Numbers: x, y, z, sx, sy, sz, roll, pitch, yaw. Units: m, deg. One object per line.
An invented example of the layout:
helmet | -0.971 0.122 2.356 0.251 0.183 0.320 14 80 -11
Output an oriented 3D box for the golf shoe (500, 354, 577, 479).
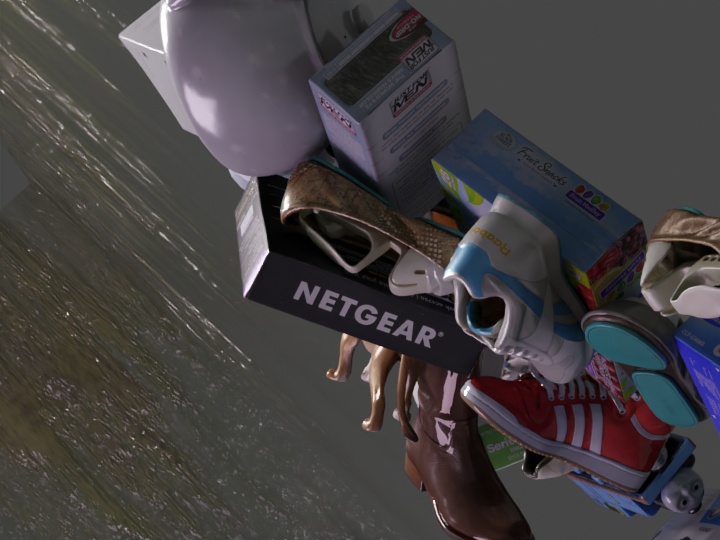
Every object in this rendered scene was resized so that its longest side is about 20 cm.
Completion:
golf shoe | 0.152 0.082 1.751 0.078 0.097 0.200 -5 107 50

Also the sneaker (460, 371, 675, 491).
sneaker | 0.181 0.099 1.688 0.200 0.113 0.071 24 -164 -32

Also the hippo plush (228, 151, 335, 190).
hippo plush | -0.062 -0.066 1.960 0.161 0.200 0.159 51 150 26

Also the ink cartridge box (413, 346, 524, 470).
ink cartridge box | 0.088 0.088 1.951 0.146 0.084 0.200 177 73 -84

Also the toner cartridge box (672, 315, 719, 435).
toner cartridge box | 0.302 0.114 1.530 0.095 0.043 0.200 36 164 44

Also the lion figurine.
lion figurine | 0.021 0.055 1.764 0.072 0.123 0.200 8 -162 -28

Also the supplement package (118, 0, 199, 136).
supplement package | -0.110 -0.187 1.855 0.117 0.117 0.200 56 166 -26

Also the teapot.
teapot | -0.059 -0.179 1.640 0.198 0.146 0.200 69 -160 -7

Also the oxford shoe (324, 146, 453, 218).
oxford shoe | 0.044 -0.072 1.765 0.200 0.084 0.073 37 163 37

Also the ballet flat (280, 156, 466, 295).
ballet flat | 0.024 -0.017 1.602 0.200 0.065 0.071 26 162 20

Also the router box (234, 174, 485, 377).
router box | 0.000 0.000 1.682 0.200 0.051 0.149 20 -155 -16

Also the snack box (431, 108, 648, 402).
snack box | 0.152 -0.010 1.608 0.169 0.068 0.200 39 165 32

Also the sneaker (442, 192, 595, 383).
sneaker | 0.113 0.028 1.515 0.076 0.081 0.200 32 163 37

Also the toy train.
toy train | 0.240 0.170 1.876 0.114 0.087 0.200 41 170 -16

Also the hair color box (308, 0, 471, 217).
hair color box | 0.030 -0.114 1.623 0.061 0.099 0.200 43 168 23

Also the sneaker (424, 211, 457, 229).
sneaker | 0.087 -0.021 1.842 0.200 0.078 0.077 42 -165 6

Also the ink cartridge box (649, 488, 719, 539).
ink cartridge box | 0.279 0.288 1.817 0.084 0.200 0.145 48 169 -4

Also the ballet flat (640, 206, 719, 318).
ballet flat | 0.225 0.000 1.351 0.068 0.072 0.200 51 169 -15

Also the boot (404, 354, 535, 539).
boot | 0.094 0.123 1.782 0.186 0.064 0.200 37 132 46

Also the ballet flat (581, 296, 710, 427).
ballet flat | 0.218 0.053 1.548 0.067 0.064 0.200 8 158 31
